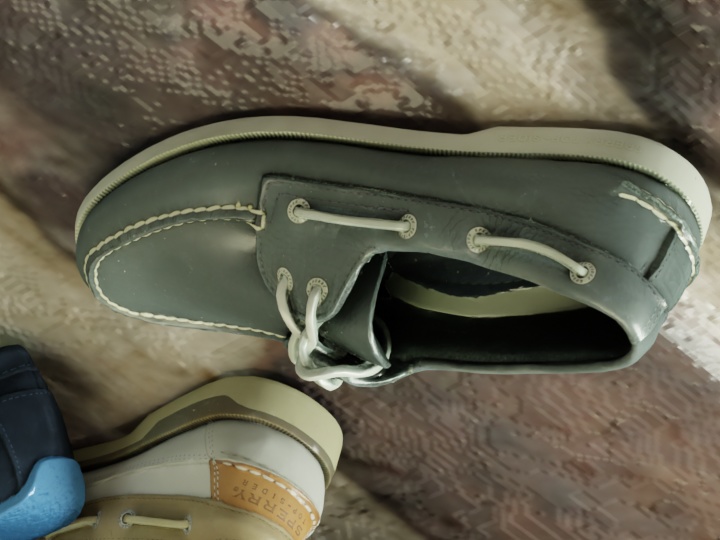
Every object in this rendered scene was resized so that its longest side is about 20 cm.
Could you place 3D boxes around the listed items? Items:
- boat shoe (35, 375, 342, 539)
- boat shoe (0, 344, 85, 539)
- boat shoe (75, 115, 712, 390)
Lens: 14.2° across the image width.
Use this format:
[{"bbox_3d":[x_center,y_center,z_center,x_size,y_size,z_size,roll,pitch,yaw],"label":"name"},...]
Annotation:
[{"bbox_3d":[-0.083,0.103,0.996,0.075,0.068,0.200,30,141,-17],"label":"boat shoe"},{"bbox_3d":[-0.179,0.078,1.005,0.200,0.069,0.084,-18,166,22],"label":"boat shoe"},{"bbox_3d":[0.000,0.000,0.836,0.200,0.062,0.073,-2,139,23],"label":"boat shoe"}]
